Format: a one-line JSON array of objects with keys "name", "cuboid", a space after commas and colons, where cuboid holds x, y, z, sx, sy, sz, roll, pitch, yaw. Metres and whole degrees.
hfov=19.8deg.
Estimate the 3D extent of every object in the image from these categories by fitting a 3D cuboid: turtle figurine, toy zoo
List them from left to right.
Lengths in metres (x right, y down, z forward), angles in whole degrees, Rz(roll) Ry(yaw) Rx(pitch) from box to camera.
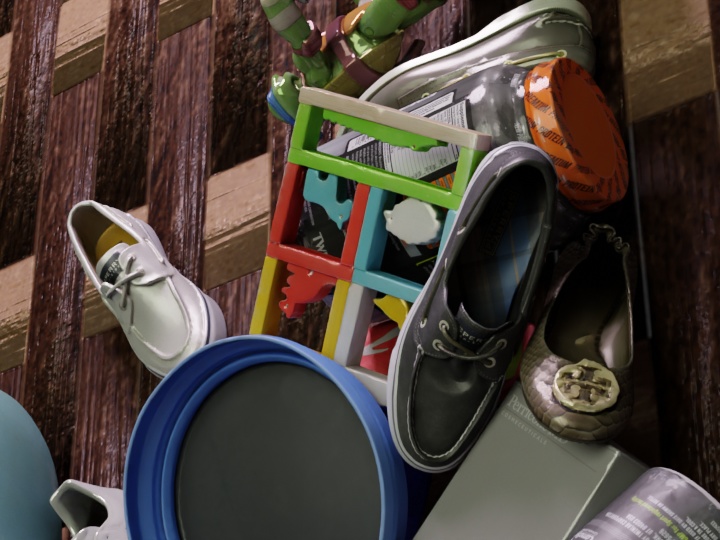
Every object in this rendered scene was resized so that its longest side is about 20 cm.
[{"name": "turtle figurine", "cuboid": [-0.008, -0.206, 1.459, 0.193, 0.144, 0.201, -29, 53, 22]}, {"name": "toy zoo", "cuboid": [0.000, 0.000, 1.264, 0.131, 0.020, 0.201, 18, 100, 30]}]

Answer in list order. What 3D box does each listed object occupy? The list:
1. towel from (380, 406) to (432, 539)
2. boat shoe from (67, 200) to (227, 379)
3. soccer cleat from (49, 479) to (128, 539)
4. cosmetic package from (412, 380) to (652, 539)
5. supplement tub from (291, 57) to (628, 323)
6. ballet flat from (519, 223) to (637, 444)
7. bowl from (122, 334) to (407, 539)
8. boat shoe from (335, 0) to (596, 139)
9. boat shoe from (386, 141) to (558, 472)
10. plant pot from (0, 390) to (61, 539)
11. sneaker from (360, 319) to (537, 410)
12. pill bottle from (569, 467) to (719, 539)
[{"name": "towel", "cuboid": [-0.028, 0.174, 1.302, 0.147, 0.049, 0.202, 3, 79, 44]}, {"name": "boat shoe", "cuboid": [-0.165, 0.012, 1.527, 0.071, 0.070, 0.200, -47, 44, 11]}, {"name": "soccer cleat", "cuboid": [-0.160, 0.214, 1.377, 0.069, 0.085, 0.200, -48, 34, 17]}, {"name": "cosmetic package", "cuboid": [0.089, 0.178, 1.190, 0.107, 0.090, 0.201, 31, 91, 50]}, {"name": "supplement tub", "cuboid": [0.061, -0.053, 1.310, 0.199, 0.122, 0.123, -22, 53, 28]}, {"name": "ballet flat", "cuboid": [0.134, 0.030, 1.201, 0.200, 0.067, 0.047, -69, -4, -57]}, {"name": "bowl", "cuboid": [-0.058, 0.140, 1.263, 0.199, 0.039, 0.202, -2, 87, 34]}, {"name": "boat shoe", "cuboid": [0.069, -0.110, 1.383, 0.201, 0.072, 0.061, -29, 42, 22]}, {"name": "boat shoe", "cuboid": [0.068, 0.024, 1.187, 0.066, 0.070, 0.201, -111, 44, -85]}, {"name": "plant pot", "cuboid": [-0.304, 0.174, 1.478, 0.200, 0.200, 0.162, -27, 39, 28]}, {"name": "sneaker", "cuboid": [0.055, 0.050, 1.294, 0.199, 0.085, 0.078, -2, 64, 41]}, {"name": "pill bottle", "cuboid": [0.119, 0.205, 1.089, 0.200, 0.107, 0.106, -39, 42, -12]}]
